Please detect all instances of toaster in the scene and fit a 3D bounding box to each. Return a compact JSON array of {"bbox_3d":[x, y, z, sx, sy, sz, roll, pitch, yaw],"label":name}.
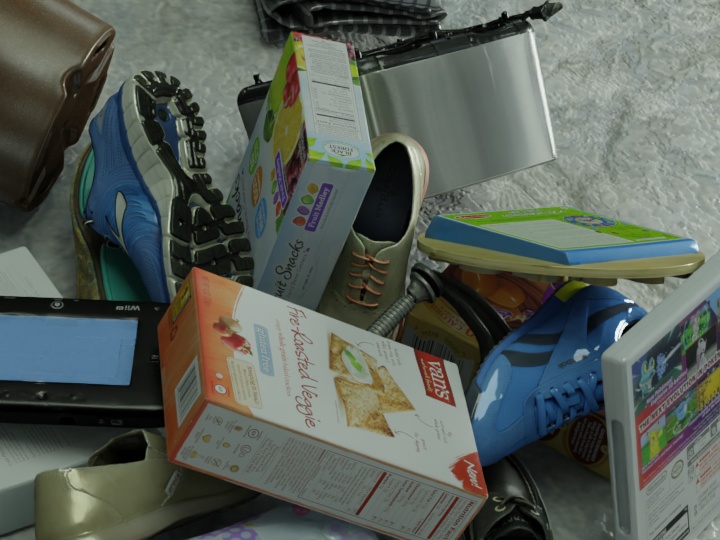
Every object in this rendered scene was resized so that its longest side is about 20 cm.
[{"bbox_3d":[0.036,-0.116,1.775,0.180,0.119,0.200,-18,6,-33],"label":"toaster"}]

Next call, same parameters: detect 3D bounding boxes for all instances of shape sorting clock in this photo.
[{"bbox_3d":[0.138,-0.011,1.632,0.199,0.039,0.200,6,12,-1],"label":"shape sorting clock"}]

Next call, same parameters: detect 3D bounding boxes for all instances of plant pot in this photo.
[{"bbox_3d":[-0.297,-0.149,1.720,0.198,0.201,0.201,26,41,1],"label":"plant pot"}]

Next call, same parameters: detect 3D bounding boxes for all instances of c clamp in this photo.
[{"bbox_3d":[0.016,0.070,1.586,0.200,0.027,0.171,-38,102,-24],"label":"c clamp"}]

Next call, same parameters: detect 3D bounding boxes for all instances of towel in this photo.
[{"bbox_3d":[-0.018,-0.270,2.016,0.165,0.086,0.200,4,39,-15],"label":"towel"}]

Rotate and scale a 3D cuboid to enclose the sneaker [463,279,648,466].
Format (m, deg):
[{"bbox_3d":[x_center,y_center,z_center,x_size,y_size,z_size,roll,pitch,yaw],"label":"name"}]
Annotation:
[{"bbox_3d":[0.135,0.073,1.591,0.078,0.066,0.200,23,40,25],"label":"sneaker"}]

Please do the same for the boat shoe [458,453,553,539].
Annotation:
[{"bbox_3d":[0.101,0.182,1.548,0.068,0.057,0.200,5,41,-11],"label":"boat shoe"}]

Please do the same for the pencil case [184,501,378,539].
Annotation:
[{"bbox_3d":[-0.082,0.196,1.455,0.199,0.083,0.091,-18,63,-32],"label":"pencil case"}]

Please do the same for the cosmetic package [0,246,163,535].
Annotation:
[{"bbox_3d":[-0.245,0.080,1.564,0.150,0.052,0.200,-15,48,-32],"label":"cosmetic package"}]

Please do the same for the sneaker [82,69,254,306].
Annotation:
[{"bbox_3d":[-0.137,-0.031,1.618,0.078,0.089,0.201,0,69,-45],"label":"sneaker"}]

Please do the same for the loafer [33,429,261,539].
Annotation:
[{"bbox_3d":[-0.129,0.132,1.490,0.200,0.075,0.069,-19,89,-52],"label":"loafer"}]

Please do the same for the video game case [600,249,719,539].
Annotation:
[{"bbox_3d":[0.227,0.091,1.600,0.023,0.183,0.200,14,34,35],"label":"video game case"}]

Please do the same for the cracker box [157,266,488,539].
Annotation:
[{"bbox_3d":[-0.025,0.087,1.480,0.199,0.058,0.134,21,30,-23],"label":"cracker box"}]

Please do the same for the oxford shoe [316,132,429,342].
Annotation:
[{"bbox_3d":[0.000,0.000,1.634,0.070,0.201,0.074,10,-1,3],"label":"oxford shoe"}]

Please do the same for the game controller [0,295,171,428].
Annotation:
[{"bbox_3d":[-0.199,0.056,1.517,0.199,0.042,0.105,3,49,-1],"label":"game controller"}]

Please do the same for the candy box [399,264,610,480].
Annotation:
[{"bbox_3d":[0.139,0.063,1.697,0.199,0.057,0.117,28,43,17],"label":"candy box"}]

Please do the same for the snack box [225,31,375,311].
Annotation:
[{"bbox_3d":[-0.051,-0.044,1.648,0.053,0.200,0.143,11,40,-16],"label":"snack box"}]

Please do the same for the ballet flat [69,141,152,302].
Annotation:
[{"bbox_3d":[-0.177,-0.011,1.675,0.070,0.071,0.201,2,49,-15],"label":"ballet flat"}]
